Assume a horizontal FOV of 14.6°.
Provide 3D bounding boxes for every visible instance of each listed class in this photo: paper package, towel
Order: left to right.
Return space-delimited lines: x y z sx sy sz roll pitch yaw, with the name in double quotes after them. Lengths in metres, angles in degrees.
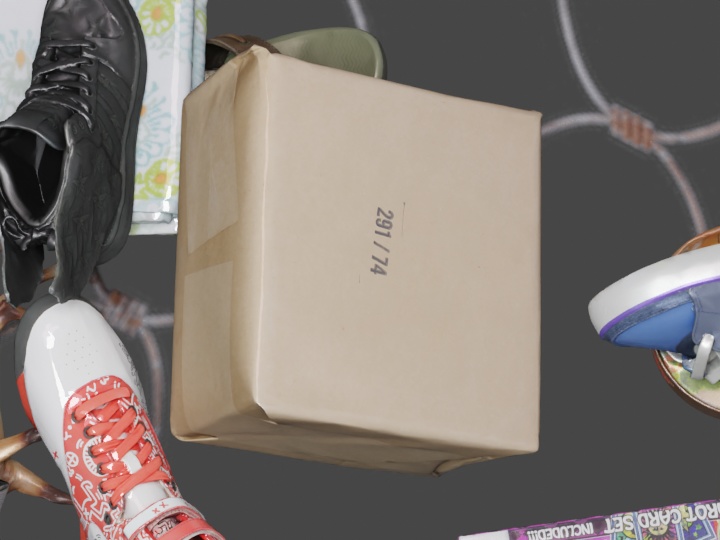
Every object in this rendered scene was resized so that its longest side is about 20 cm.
-0.170 -0.115 1.600 0.171 0.048 0.201 -1 82 18 "towel"
0.000 0.000 1.530 0.190 0.103 0.201 10 73 -29 "paper package"

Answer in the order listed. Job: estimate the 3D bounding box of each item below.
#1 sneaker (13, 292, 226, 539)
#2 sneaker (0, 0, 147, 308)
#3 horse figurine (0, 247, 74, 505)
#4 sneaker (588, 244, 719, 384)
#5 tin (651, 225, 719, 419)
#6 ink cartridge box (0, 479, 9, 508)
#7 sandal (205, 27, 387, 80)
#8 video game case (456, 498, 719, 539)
-0.119 0.111 1.501 0.067 0.108 0.202 -23 111 -29 "sneaker"
-0.161 -0.075 1.510 0.060 0.104 0.200 -4 80 18 "sneaker"
-0.211 0.068 1.579 0.132 0.050 0.201 -11 86 16 "horse figurine"
0.234 0.061 1.518 0.199 0.081 0.147 -9 73 -5 "sneaker"
0.259 0.016 1.588 0.200 0.042 0.112 -20 73 -2 "tin"
-0.274 0.191 1.550 0.095 0.037 0.200 23 95 7 "ink cartridge box"
-0.083 -0.100 1.615 0.200 0.057 0.080 -7 72 3 "sandal"
0.162 0.222 1.534 0.199 0.036 0.182 -7 76 -5 "video game case"
